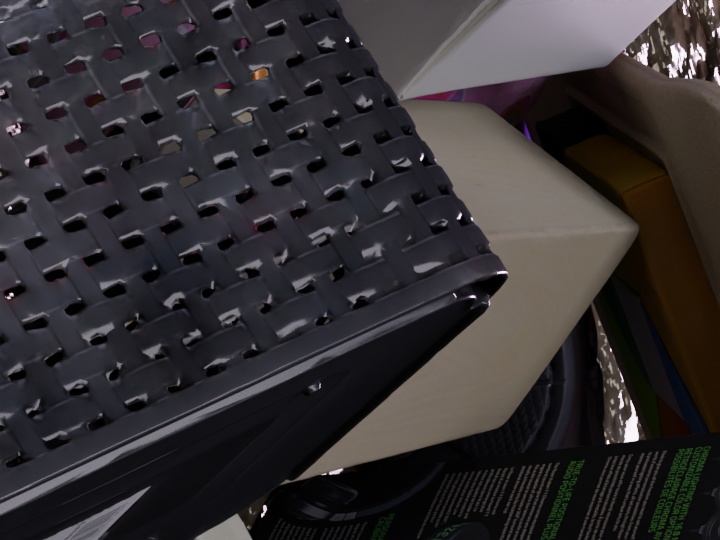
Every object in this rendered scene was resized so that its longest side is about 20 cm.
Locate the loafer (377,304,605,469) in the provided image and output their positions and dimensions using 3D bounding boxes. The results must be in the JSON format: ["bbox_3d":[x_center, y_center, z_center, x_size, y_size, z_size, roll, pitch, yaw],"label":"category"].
[{"bbox_3d":[0.045,0.054,0.929,0.063,0.072,0.201,-43,132,-56],"label":"loafer"}]

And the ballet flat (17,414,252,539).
[{"bbox_3d":[-0.049,0.118,0.756,0.069,0.071,0.201,-17,98,-62],"label":"ballet flat"}]

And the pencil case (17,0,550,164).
[{"bbox_3d":[-0.017,-0.065,0.850,0.200,0.087,0.088,-16,97,-61],"label":"pencil case"}]

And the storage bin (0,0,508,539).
[{"bbox_3d":[-0.087,0.020,0.581,0.200,0.135,0.094,-23,76,-38],"label":"storage bin"}]

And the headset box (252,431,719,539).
[{"bbox_3d":[0.081,0.142,0.847,0.175,0.199,0.093,62,35,-29],"label":"headset box"}]

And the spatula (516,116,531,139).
[{"bbox_3d":[0.029,-0.076,0.985,0.201,0.020,0.057,63,23,-26],"label":"spatula"}]

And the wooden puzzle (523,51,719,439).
[{"bbox_3d":[0.101,0.017,0.923,0.200,0.037,0.186,-143,-150,-75],"label":"wooden puzzle"}]

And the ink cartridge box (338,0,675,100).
[{"bbox_3d":[0.006,-0.149,0.813,0.200,0.083,0.145,51,27,13],"label":"ink cartridge box"}]

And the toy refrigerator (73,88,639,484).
[{"bbox_3d":[0.000,0.000,0.773,0.076,0.070,0.200,-56,164,15],"label":"toy refrigerator"}]
